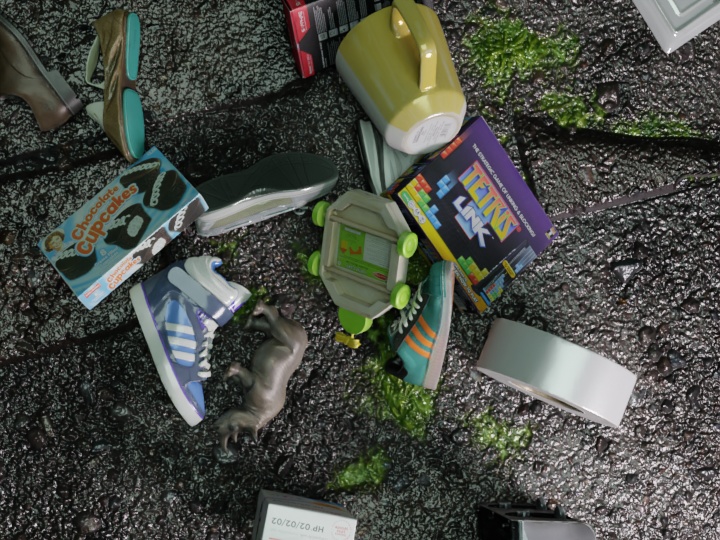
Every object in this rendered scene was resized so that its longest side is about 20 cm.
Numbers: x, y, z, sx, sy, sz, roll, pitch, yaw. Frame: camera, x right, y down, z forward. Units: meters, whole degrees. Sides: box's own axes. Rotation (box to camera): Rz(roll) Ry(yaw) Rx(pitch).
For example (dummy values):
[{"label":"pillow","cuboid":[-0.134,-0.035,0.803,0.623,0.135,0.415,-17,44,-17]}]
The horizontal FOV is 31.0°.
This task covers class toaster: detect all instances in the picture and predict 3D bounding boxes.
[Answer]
[{"label":"toaster","cuboid":[0.222,0.399,1.668,0.117,0.181,0.203,-1,87,-9]}]

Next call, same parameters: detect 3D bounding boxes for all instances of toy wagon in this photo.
[{"label":"toy wagon","cuboid":[0.000,0.000,1.683,0.039,0.154,0.203,-17,120,-49]}]

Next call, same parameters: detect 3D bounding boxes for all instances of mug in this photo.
[{"label":"mug","cuboid":[0.054,-0.239,1.649,0.148,0.186,0.155,-32,63,16]}]

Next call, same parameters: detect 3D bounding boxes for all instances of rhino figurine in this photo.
[{"label":"rhino figurine","cuboid":[-0.135,0.146,1.690,0.087,0.060,0.202,23,86,-8]}]

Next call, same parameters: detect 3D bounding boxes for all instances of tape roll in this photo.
[{"label":"tape roll","cuboid":[0.253,0.132,1.675,0.200,0.202,0.072,24,84,-6]}]

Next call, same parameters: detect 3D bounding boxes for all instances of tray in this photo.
[{"label":"tray","cuboid":[0.482,-0.401,1.822,0.199,0.022,0.108,-34,93,-8]}]

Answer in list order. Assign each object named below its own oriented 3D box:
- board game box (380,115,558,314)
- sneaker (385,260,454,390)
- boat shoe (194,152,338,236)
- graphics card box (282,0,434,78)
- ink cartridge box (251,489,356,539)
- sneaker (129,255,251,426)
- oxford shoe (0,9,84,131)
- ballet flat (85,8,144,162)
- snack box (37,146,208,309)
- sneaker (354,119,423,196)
[{"label":"board game box","cuboid":[0.146,-0.072,1.704,0.165,0.057,0.201,-43,109,-18]},{"label":"sneaker","cuboid":[0.075,0.070,1.676,0.079,0.072,0.202,10,126,2]},{"label":"boat shoe","cuboid":[-0.124,-0.098,1.705,0.200,0.065,0.075,-20,52,-12]},{"label":"graphics card box","cuboid":[-0.001,-0.342,1.699,0.198,0.126,0.051,-22,54,-7]},{"label":"ink cartridge box","cuboid":[-0.070,0.325,1.620,0.113,0.200,0.069,11,86,-8]},{"label":"sneaker","cuboid":[-0.198,0.081,1.673,0.145,0.081,0.202,-23,85,-4]},{"label":"oxford shoe","cuboid":[-0.448,-0.264,1.660,0.084,0.073,0.201,-39,93,-5]},{"label":"ballet flat","cuboid":[-0.322,-0.237,1.684,0.071,0.068,0.203,-4,87,13]},{"label":"snack box","cuboid":[-0.304,-0.056,1.657,0.200,0.037,0.116,-41,55,-8]},{"label":"sneaker","cuboid":[0.066,-0.110,1.722,0.114,0.076,0.203,-11,87,-6]}]
